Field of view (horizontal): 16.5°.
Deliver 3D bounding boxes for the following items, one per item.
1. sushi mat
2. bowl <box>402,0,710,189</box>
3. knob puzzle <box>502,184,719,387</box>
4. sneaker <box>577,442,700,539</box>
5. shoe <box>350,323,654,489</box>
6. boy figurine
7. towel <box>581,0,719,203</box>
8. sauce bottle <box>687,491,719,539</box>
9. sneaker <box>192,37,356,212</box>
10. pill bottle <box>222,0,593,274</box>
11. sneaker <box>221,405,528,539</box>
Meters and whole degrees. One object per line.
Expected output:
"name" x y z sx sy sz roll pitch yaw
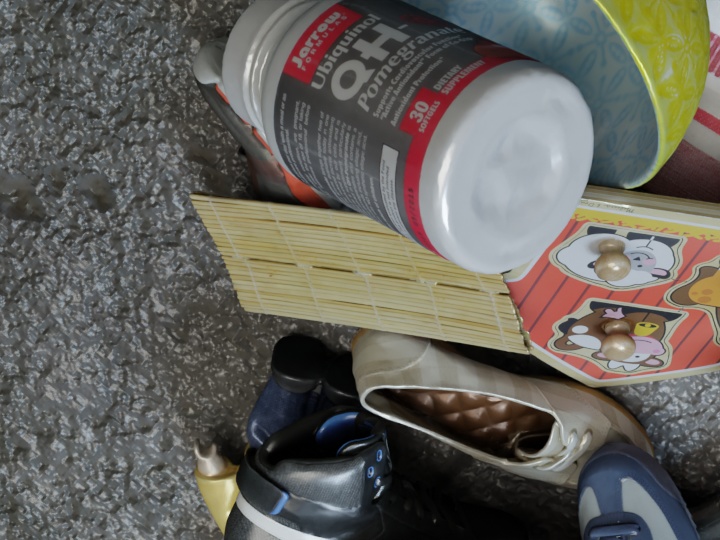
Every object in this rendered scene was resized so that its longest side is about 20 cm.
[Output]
"sushi mat" 0.000 0.000 1.399 0.199 0.012 0.096 8 136 32
"bowl" 0.116 -0.151 1.289 0.108 0.200 0.200 -43 102 -18
"knob puzzle" 0.164 0.025 1.383 0.218 0.031 0.220 0 151 0
"sneaker" 0.158 0.199 1.411 0.070 0.082 0.202 -18 84 33
"shoe" 0.083 0.090 1.458 0.199 0.054 0.070 23 120 -13
"boy figurine" -0.049 0.139 1.529 0.123 0.065 0.201 19 114 2
"towel" 0.195 -0.130 1.364 0.143 0.023 0.201 30 118 -1
"sauce bottle" 0.157 0.187 1.496 0.199 0.065 0.065 -32 103 27
"sneaker" -0.039 -0.042 1.438 0.082 0.077 0.200 -35 101 32
"pill bottle" 0.018 -0.082 1.302 0.199 0.110 0.112 29 126 43
"sneaker" 0.022 0.135 1.461 0.198 0.073 0.113 1 122 -24
